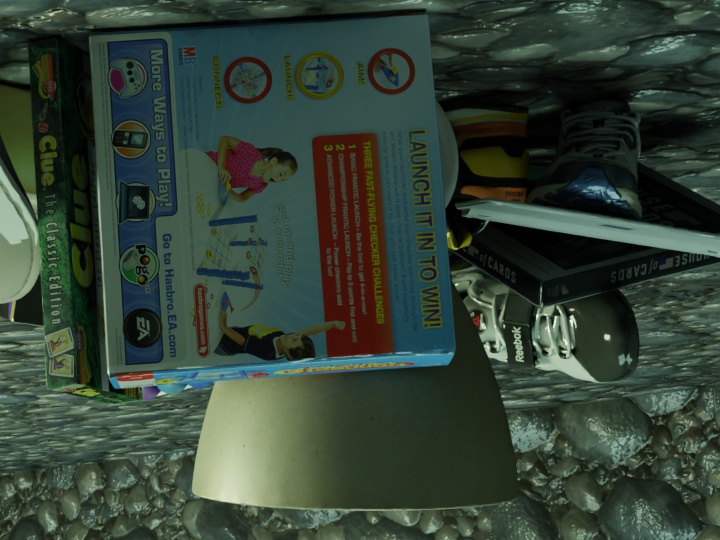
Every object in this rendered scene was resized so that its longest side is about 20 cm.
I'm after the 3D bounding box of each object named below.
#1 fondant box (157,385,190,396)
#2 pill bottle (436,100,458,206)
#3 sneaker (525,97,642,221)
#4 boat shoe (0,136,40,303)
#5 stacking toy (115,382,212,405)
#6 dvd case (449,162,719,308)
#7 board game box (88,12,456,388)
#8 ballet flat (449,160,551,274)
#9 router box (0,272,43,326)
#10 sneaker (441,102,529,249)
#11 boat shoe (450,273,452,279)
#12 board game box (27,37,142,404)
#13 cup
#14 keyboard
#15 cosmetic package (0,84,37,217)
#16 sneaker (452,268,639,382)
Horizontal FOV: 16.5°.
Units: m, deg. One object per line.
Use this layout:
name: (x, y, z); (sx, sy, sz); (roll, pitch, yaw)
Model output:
fondant box: (-0.081, 0.024, 1.939); (0.199, 0.058, 0.144); (-16, -157, 6)
pill bottle: (-0.030, -0.055, 1.600); (0.111, 0.111, 0.200); (0, 170, -27)
sneaker: (0.152, -0.075, 1.653); (0.077, 0.086, 0.200); (6, -179, 4)
boat shoe: (-0.222, -0.059, 1.403); (0.072, 0.063, 0.200); (-6, 141, 4)
stacking toy: (-0.094, 0.048, 1.814); (0.199, 0.086, 0.085); (-6, 171, 10)
dvd case: (0.163, -0.029, 1.763); (0.199, 0.025, 0.150); (-14, -151, -31)
board game box: (-0.051, -0.039, 1.415); (0.195, 0.201, 0.056); (-3, 169, -3)
ballet flat: (0.067, -0.027, 1.847); (0.200, 0.071, 0.071); (-25, 178, -18)
router box: (-0.148, 0.017, 1.631); (0.199, 0.052, 0.157); (9, -179, -22)
sneaker: (0.047, -0.055, 1.703); (0.070, 0.090, 0.200); (2, 169, -32)
boat shoe: (0.000, 0.000, 1.705); (0.074, 0.073, 0.200); (27, -173, -17)
board game box: (-0.159, -0.026, 1.444); (0.023, 0.201, 0.105); (-7, 171, 18)
cup: (-0.001, 0.065, 1.510); (0.200, 0.144, 0.200); (1, 180, 0)
keyboard: (0.162, -0.029, 1.595); (0.199, 0.011, 0.056); (8, 170, -19)
cosmetic package: (-0.260, -0.073, 1.508); (0.105, 0.071, 0.200); (-11, 169, 31)
sneaker: (0.118, 0.041, 1.748); (0.088, 0.074, 0.200); (-10, -167, -28)
